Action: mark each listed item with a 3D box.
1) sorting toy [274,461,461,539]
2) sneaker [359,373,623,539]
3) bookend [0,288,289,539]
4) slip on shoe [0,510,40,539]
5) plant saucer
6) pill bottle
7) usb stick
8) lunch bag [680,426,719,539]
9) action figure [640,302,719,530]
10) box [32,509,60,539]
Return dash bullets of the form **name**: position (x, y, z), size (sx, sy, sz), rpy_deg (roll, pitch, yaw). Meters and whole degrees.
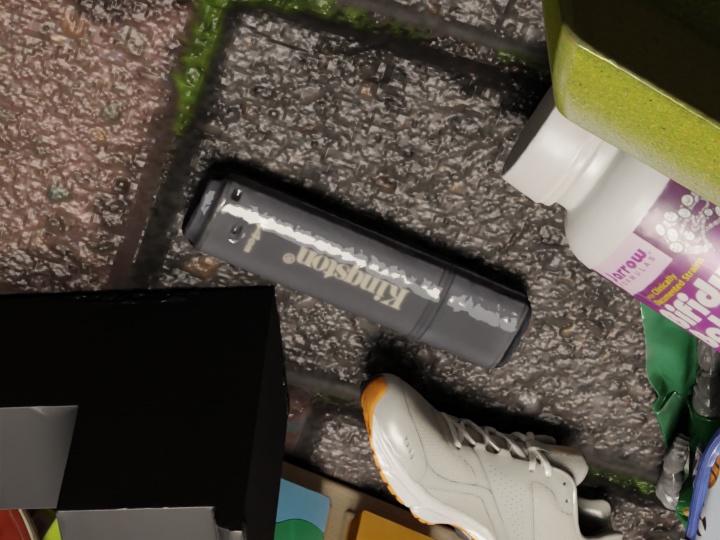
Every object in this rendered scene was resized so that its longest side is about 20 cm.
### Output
- **sorting toy**: position (-0.024, 0.199, 1.279), size (0.199, 0.186, 0.036), rpy_deg (26, 140, -17)
- **sneaker**: position (0.078, 0.113, 1.287), size (0.092, 0.076, 0.200), rpy_deg (-32, 127, 16)
- **bookend**: position (-0.146, 0.108, 1.208), size (0.198, 0.200, 0.092), rpy_deg (-2, 127, 4)
- **slip on shoe**: position (-0.223, 0.195, 1.287), size (0.074, 0.201, 0.061), rpy_deg (-25, 150, 18)
- **plant saucer**: position (0.157, -0.092, 1.034), size (0.199, 0.200, 0.048), rpy_deg (28, 119, -17)
- **pill bottle**: position (0.176, -0.028, 1.130), size (0.199, 0.112, 0.112), rpy_deg (32, 124, -3)
- **usb stick**: position (0.000, 0.000, 1.221), size (0.199, 0.033, 0.056), rpy_deg (23, 126, -13)
- **lunch bag**: position (0.258, 0.124, 1.217), size (0.199, 0.076, 0.161), rpy_deg (-24, 138, -26)
- **action figure**: position (0.209, 0.090, 1.267), size (0.117, 0.055, 0.201), rpy_deg (1, 131, -1)
- **box**: position (-0.146, 0.249, 1.374), size (0.200, 0.048, 0.122), rpy_deg (36, 82, -21)
